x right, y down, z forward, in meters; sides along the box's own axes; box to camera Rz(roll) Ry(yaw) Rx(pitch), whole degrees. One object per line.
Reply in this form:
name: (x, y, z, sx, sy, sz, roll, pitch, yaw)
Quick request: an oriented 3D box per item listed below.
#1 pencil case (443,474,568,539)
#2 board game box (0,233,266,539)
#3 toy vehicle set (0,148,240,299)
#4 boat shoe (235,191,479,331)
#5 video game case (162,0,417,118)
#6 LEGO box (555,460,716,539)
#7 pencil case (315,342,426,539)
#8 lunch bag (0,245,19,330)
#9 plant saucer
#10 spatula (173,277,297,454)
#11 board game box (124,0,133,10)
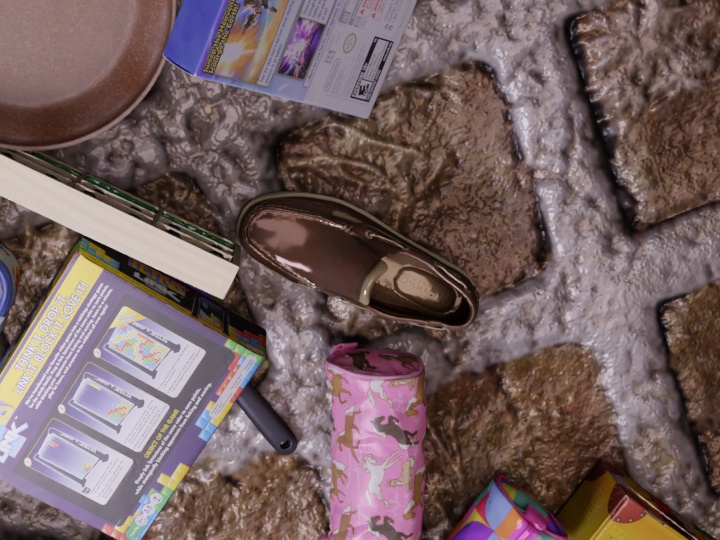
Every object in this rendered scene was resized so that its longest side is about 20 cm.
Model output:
pencil case: (0.082, 0.265, 1.315, 0.088, 0.088, 0.200, 36, 95, -15)
board game box: (-0.192, 0.093, 1.232, 0.165, 0.057, 0.200, 31, 108, -13)
toy vehicle set: (-0.182, -0.041, 1.164, 0.199, 0.124, 0.027, 25, 95, -8)
boat shoe: (0.002, -0.006, 1.237, 0.201, 0.075, 0.075, 18, 102, -12)
video game case: (-0.029, -0.220, 1.138, 0.181, 0.045, 0.201, 8, 110, -49)
LEGO box: (0.206, 0.286, 1.343, 0.149, 0.077, 0.200, 36, 97, -16)
pencil case: (0.009, 0.159, 1.278, 0.086, 0.083, 0.201, 3, 105, 0)
lunch bag: (-0.359, 0.045, 1.192, 0.160, 0.076, 0.201, 29, 98, -12)
plant saucer: (-0.227, -0.184, 1.096, 0.199, 0.037, 0.201, -4, 106, -15)
spatula: (-0.112, 0.073, 1.269, 0.056, 0.021, 0.200, -37, 107, -1)
board game box: (-0.235, -0.261, 1.137, 0.200, 0.057, 0.166, 34, 97, -15)
